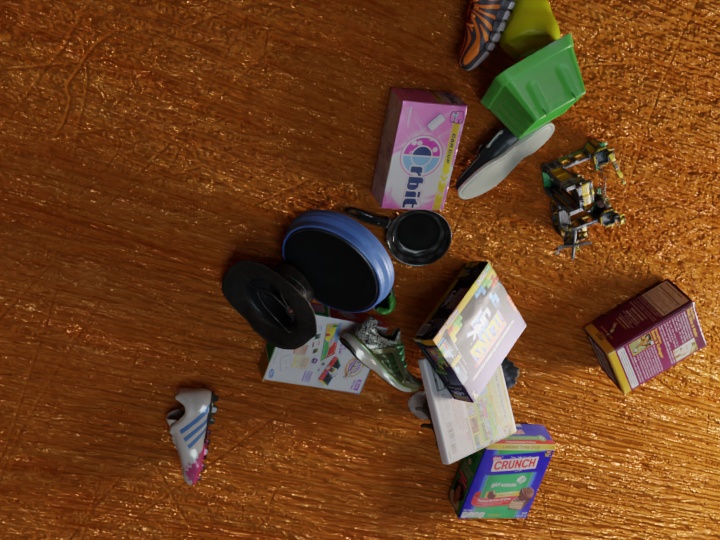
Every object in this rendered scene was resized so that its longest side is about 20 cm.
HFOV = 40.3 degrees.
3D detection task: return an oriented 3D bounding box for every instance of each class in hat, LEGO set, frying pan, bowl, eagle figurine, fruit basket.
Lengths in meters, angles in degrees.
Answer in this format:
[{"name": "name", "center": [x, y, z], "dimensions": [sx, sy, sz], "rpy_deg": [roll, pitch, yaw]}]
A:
[{"name": "hat", "center": [-0.136, 0.038, 1.649], "dimensions": [0.081, 0.200, 0.201], "rpy_deg": [-50, 133, -34]}, {"name": "LEGO set", "center": [0.409, -0.123, 1.749], "dimensions": [0.153, 0.116, 0.201], "rpy_deg": [-14, 123, -12]}, {"name": "frying pan", "center": [0.065, -0.061, 1.715], "dimensions": [0.189, 0.031, 0.115], "rpy_deg": [2, 122, -2]}, {"name": "bowl", "center": [-0.041, -0.010, 1.621], "dimensions": [0.039, 0.200, 0.201], "rpy_deg": [-55, 135, -38]}, {"name": "eagle figurine", "center": [0.210, 0.266, 1.921], "dimensions": [0.200, 0.151, 0.152], "rpy_deg": [-28, 175, -38]}, {"name": "fruit basket", "center": [0.261, -0.333, 1.555], "dimensions": [0.155, 0.216, 0.216], "rpy_deg": [-30, 125, -2]}]

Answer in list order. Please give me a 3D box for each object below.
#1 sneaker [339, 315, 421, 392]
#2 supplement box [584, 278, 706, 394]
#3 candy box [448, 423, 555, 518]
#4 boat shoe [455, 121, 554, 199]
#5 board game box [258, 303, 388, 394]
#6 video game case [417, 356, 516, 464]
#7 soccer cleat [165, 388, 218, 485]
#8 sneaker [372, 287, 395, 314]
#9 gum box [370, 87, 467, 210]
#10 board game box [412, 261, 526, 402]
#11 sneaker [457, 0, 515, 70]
[{"name": "sneaker", "center": [0.057, 0.150, 1.765], "dimensions": [0.089, 0.077, 0.200], "rpy_deg": [-50, 125, 2]}, {"name": "supplement box", "center": [0.572, 0.131, 1.966], "dimensions": [0.199, 0.103, 0.131], "rpy_deg": [-30, 124, 0]}, {"name": "candy box", "center": [0.295, 0.420, 2.052], "dimensions": [0.168, 0.077, 0.201], "rpy_deg": [5, 116, -22]}, {"name": "boat shoe", "center": [0.238, -0.202, 1.680], "dimensions": [0.200, 0.060, 0.076], "rpy_deg": [-36, 152, 1]}, {"name": "board game box", "center": [-0.067, 0.141, 1.779], "dimensions": [0.199, 0.040, 0.154], "rpy_deg": [13, 114, -26]}, {"name": "video game case", "center": [0.201, 0.236, 1.827], "dimensions": [0.181, 0.023, 0.201], "rpy_deg": [-16, 94, -35]}, {"name": "soccer cleat", "center": [-0.313, 0.296, 1.775], "dimensions": [0.086, 0.070, 0.201], "rpy_deg": [11, 113, -7]}, {"name": "sneaker", "center": [0.000, 0.000, 1.695], "dimensions": [0.078, 0.085, 0.200], "rpy_deg": [-43, 122, 8]}, {"name": "gum box", "center": [0.094, -0.194, 1.625], "dimensions": [0.113, 0.066, 0.201], "rpy_deg": [2, 119, -19]}, {"name": "board game box", "center": [0.202, 0.110, 1.779], "dimensions": [0.200, 0.057, 0.166], "rpy_deg": [-51, 121, -27]}, {"name": "sneaker", "center": [0.177, -0.420, 1.528], "dimensions": [0.112, 0.078, 0.201], "rpy_deg": [21, 104, -21]}]
